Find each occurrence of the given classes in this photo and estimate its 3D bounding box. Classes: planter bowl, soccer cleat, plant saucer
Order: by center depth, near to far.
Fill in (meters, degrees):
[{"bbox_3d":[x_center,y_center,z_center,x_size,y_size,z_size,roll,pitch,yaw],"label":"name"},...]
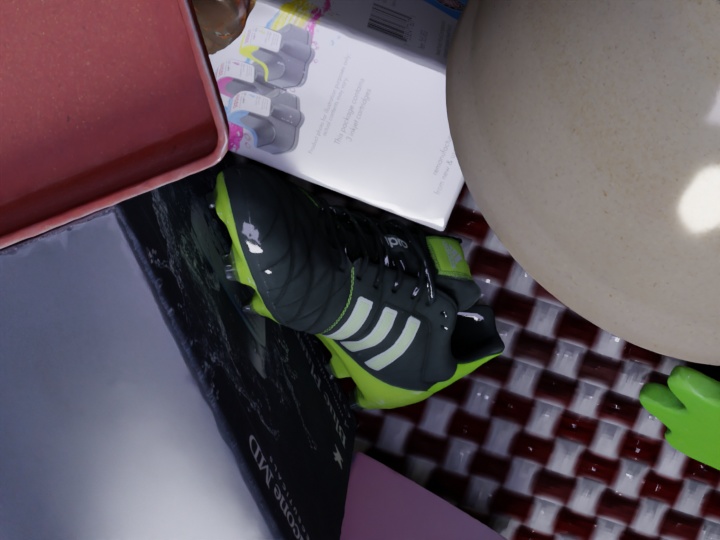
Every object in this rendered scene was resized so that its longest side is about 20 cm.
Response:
[{"bbox_3d":[-0.144,-0.106,0.869,0.199,0.037,0.201,-19,86,31],"label":"plant saucer"},{"bbox_3d":[0.146,-0.084,0.882,0.200,0.201,0.135,24,147,-5],"label":"planter bowl"},{"bbox_3d":[0.000,0.000,1.010,0.081,0.068,0.200,-23,151,12],"label":"soccer cleat"}]

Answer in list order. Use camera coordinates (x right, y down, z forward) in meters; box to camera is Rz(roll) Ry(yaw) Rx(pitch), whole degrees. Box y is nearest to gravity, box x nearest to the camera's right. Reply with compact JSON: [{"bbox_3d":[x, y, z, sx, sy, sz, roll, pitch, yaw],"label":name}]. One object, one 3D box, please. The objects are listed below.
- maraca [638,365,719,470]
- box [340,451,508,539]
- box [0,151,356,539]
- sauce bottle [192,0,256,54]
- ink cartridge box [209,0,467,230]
[{"bbox_3d":[0.213,0.100,1.048,0.200,0.137,0.107,32,71,-2],"label":"maraca"},{"bbox_3d":[-0.027,0.215,1.062,0.096,0.176,0.200,31,119,-3],"label":"box"},{"bbox_3d":[-0.094,0.043,1.004,0.117,0.200,0.197,-21,109,12],"label":"box"},{"bbox_3d":[-0.051,-0.177,0.924,0.066,0.201,0.066,10,151,5],"label":"sauce bottle"},{"bbox_3d":[-0.044,-0.098,0.991,0.199,0.115,0.068,21,111,-3],"label":"ink cartridge box"}]
